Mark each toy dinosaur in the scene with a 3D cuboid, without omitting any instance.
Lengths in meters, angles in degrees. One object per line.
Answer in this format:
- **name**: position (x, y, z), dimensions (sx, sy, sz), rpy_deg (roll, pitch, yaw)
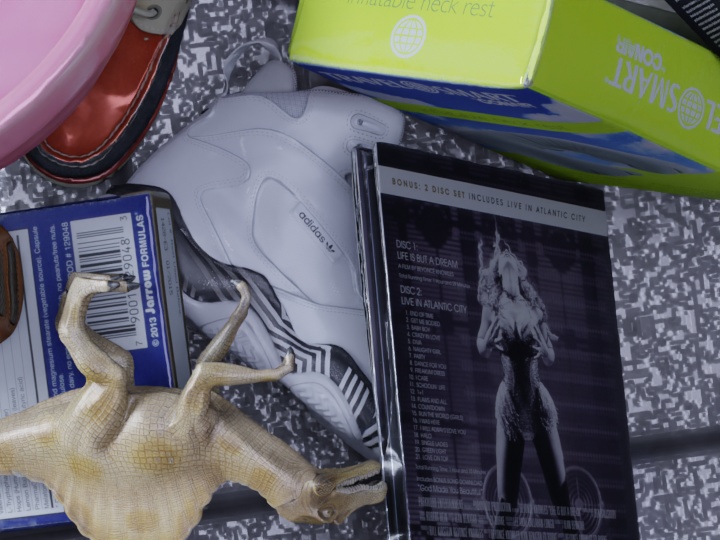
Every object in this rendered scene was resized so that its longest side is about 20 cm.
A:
- **toy dinosaur**: position (-0.092, 0.052, 1.025), dimensions (0.200, 0.058, 0.101), rpy_deg (2, 92, 14)

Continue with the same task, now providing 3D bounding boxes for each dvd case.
- **dvd case**: position (0.056, 0.057, 1.097), dimensions (0.149, 0.016, 0.200), rpy_deg (9, 72, -49)

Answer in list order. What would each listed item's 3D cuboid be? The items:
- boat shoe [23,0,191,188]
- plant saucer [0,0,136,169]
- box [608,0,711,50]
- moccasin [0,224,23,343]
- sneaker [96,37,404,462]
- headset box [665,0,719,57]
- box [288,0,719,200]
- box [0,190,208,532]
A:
- **boat shoe**: position (-0.090, -0.131, 1.119), dimensions (0.071, 0.063, 0.200), rpy_deg (19, 85, -10)
- **plant saucer**: position (-0.165, -0.103, 1.067), dimensions (0.200, 0.051, 0.201), rpy_deg (-11, 57, 18)
- **box**: position (0.144, -0.185, 1.138), dimensions (0.128, 0.109, 0.200), rpy_deg (13, 84, -10)
- **moccasin**: position (-0.227, 0.013, 1.048), dimensions (0.201, 0.078, 0.074), rpy_deg (2, 91, 15)
- **sneaker**: position (0.000, 0.000, 1.120), dimensions (0.200, 0.075, 0.115), rpy_deg (36, 85, -3)
- **headset box**: position (0.169, -0.172, 1.024), dimensions (0.200, 0.093, 0.174), rpy_deg (45, 68, -8)
- **box**: position (0.069, -0.073, 1.066), dimensions (0.200, 0.122, 0.048), rpy_deg (19, 83, -46)
- **box**: position (-0.163, 0.043, 1.088), dimensions (0.200, 0.032, 0.121), rpy_deg (-7, 88, 13)
